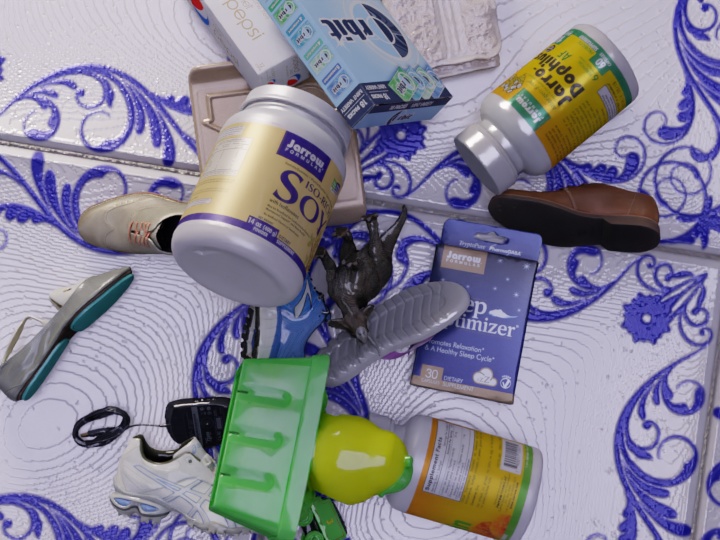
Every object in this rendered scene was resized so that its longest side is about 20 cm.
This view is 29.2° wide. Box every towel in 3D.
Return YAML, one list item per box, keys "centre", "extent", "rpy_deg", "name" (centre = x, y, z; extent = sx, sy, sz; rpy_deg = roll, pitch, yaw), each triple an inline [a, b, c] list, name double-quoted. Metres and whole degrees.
- centre: [0.086, -0.322, 1.616]
  extent: [0.132, 0.034, 0.201]
  rpy_deg: [-14, 87, -4]
  name: "towel"

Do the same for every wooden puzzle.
- centre: [-0.096, -0.144, 1.594]
  extent: [0.184, 0.046, 0.201]
  rpy_deg: [-8, 91, -3]
  name: "wooden puzzle"

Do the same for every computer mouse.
- centre: [-0.230, 0.174, 1.576]
  extent: [0.199, 0.034, 0.059]
  rpy_deg: [-3, 107, 2]
  name: "computer mouse"

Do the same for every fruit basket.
- centre: [-0.048, 0.195, 1.473]
  extent: [0.215, 0.156, 0.217]
  rpy_deg: [2, 78, -10]
  name: "fruit basket"

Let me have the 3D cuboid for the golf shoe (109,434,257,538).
- centre: [-0.177, 0.238, 1.541]
  extent: [0.199, 0.078, 0.098]
  rpy_deg: [10, 96, -3]
  name: "golf shoe"

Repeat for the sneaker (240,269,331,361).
- centre: [-0.079, 0.024, 1.569]
  extent: [0.089, 0.079, 0.201]
  rpy_deg: [4, 101, -25]
  name: "sneaker"

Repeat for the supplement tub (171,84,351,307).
- centre: [-0.099, -0.079, 1.452]
  extent: [0.145, 0.145, 0.201]
  rpy_deg: [22, 66, -1]
  name: "supplement tub"

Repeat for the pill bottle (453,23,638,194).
- centre: [0.208, -0.180, 1.574]
  extent: [0.200, 0.113, 0.113]
  rpy_deg: [-39, 89, -4]
  name: "pill bottle"

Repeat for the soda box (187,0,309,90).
- centre: [-0.138, -0.290, 1.556]
  extent: [0.068, 0.064, 0.200]
  rpy_deg: [-31, 69, -13]
  name: "soda box"

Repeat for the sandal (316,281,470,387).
- centre: [0.038, 0.075, 1.571]
  extent: [0.202, 0.083, 0.050]
  rpy_deg: [-27, 130, 14]
  name: "sandal"

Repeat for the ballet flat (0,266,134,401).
- centre: [-0.342, 0.058, 1.557]
  extent: [0.064, 0.067, 0.200]
  rpy_deg: [40, 85, 7]
  name: "ballet flat"

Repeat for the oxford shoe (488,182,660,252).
- centre: [0.248, -0.071, 1.603]
  extent: [0.199, 0.071, 0.072]
  rpy_deg: [9, 56, 0]
  name: "oxford shoe"

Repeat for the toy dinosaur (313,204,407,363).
- centre: [0.000, 0.000, 1.566]
  extent: [0.077, 0.200, 0.103]
  rpy_deg: [0, 130, 23]
  name: "toy dinosaur"

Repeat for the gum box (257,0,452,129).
- centre: [-0.008, -0.250, 1.526]
  extent: [0.045, 0.170, 0.200]
  rpy_deg: [-44, 75, 30]
  name: "gum box"

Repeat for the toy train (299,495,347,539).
- centre: [-0.073, 0.227, 1.573]
  extent: [0.056, 0.042, 0.201]
  rpy_deg: [-23, 88, -14]
  name: "toy train"

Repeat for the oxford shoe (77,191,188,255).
- centre: [-0.234, -0.050, 1.546]
  extent: [0.199, 0.074, 0.071]
  rpy_deg: [-1, 99, 16]
  name: "oxford shoe"

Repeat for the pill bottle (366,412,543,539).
- centre: [0.094, 0.226, 1.544]
  extent: [0.199, 0.111, 0.112]
  rpy_deg: [16, 86, -2]
  name: "pill bottle"

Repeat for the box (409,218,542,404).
- centre: [0.134, 0.045, 1.587]
  extent: [0.121, 0.032, 0.201]
  rpy_deg: [10, 85, 10]
  name: "box"
